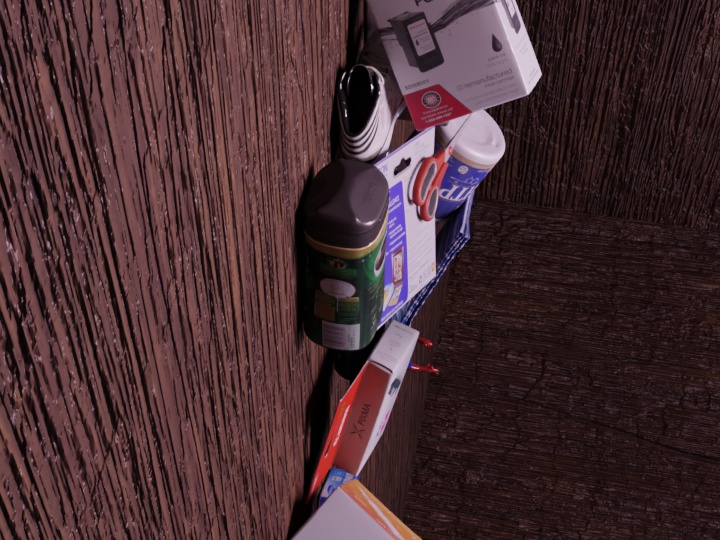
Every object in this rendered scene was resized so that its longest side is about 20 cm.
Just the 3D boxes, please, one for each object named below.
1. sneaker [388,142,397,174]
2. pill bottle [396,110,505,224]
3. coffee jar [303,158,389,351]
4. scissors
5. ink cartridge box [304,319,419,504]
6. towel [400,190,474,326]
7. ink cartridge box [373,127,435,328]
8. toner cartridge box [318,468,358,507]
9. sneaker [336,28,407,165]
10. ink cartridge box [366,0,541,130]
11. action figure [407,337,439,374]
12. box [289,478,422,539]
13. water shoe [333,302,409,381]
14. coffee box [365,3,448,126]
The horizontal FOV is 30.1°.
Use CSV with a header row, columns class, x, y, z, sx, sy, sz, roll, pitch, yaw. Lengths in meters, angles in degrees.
class,x,y,z,sx,sy,sz,roll,pitch,yaw
sneaker,0.046,-0.091,1.826,0.067,0.089,0.202,-73,169,-52
pill bottle,0.102,-0.137,1.888,0.200,0.119,0.120,-51,-166,38
coffee jar,-0.016,-0.016,1.424,0.201,0.084,0.105,93,12,-45
scissors,0.104,-0.146,1.651,0.201,0.014,0.073,-65,150,-32
ink cartridge box,0.002,0.187,1.698,0.174,0.043,0.201,-55,167,-50
towel,0.107,-0.008,1.916,0.201,0.024,0.145,-57,-172,28
ink cartridge box,0.037,-0.055,1.596,0.198,0.043,0.202,-38,132,-57
toner cartridge box,-0.040,0.392,1.894,0.095,0.043,0.202,-63,160,-72
sneaker,0.021,-0.220,1.527,0.116,0.075,0.202,88,15,-64
ink cartridge box,0.097,-0.279,1.496,0.202,0.144,0.083,66,27,-16
action figure,0.074,0.138,2.015,0.200,0.098,0.066,-79,176,-73
box,-0.003,0.342,1.682,0.098,0.124,0.200,-48,172,0
water shoe,0.029,0.052,1.767,0.079,0.071,0.202,144,-32,-77
coffee box,0.066,-0.285,1.673,0.201,0.112,0.080,91,10,-49
